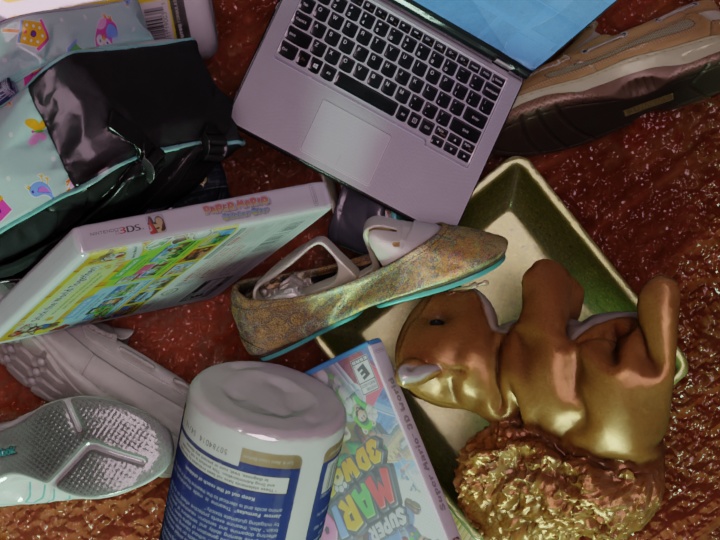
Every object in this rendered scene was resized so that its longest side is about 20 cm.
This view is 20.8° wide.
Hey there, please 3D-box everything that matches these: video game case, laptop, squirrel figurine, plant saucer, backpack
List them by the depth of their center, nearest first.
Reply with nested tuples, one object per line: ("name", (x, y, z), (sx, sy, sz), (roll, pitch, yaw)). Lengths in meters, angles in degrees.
("backpack", (-0.205, -0.080, 1.267), (0.200, 0.176, 0.154), (-36, 84, 32))
("laptop", (0.046, -0.145, 1.289), (0.187, 0.116, 0.201), (27, 85, -22))
("video game case", (-0.139, -0.004, 1.299), (0.181, 0.200, 0.023), (-12, 79, -31))
("squirrel figurine", (0.113, 0.093, 1.321), (0.185, 0.142, 0.201), (4, 87, 5))
("video game case", (-0.001, 0.164, 1.365), (0.143, 0.018, 0.201), (-28, 81, 41))
("plant saucer", (0.098, 0.055, 1.409), (0.199, 0.048, 0.200), (-39, 91, -2))

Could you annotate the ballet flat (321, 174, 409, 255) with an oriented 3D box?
("ballet flat", (0.004, -0.107, 1.394), (0.073, 0.073, 0.201), (4, 75, -1))

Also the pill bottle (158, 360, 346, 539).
("pill bottle", (-0.081, 0.173, 1.351), (0.110, 0.111, 0.201), (12, 112, -1))

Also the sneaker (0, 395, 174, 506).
("sneaker", (-0.220, 0.129, 1.370), (0.199, 0.080, 0.071), (-7, 82, 15))

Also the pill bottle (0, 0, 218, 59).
("pill bottle", (-0.205, -0.188, 1.374), (0.199, 0.112, 0.113), (-10, 89, -2))

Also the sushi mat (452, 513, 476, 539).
("sushi mat", (0.002, 0.235, 1.421), (0.095, 0.012, 0.200), (34, 88, 1))

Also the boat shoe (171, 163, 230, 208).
("boat shoe", (-0.191, -0.049, 1.398), (0.199, 0.071, 0.091), (-8, 85, -7))

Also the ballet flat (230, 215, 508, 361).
("ballet flat", (0.000, 0.000, 1.330), (0.199, 0.071, 0.071), (-22, 90, 16))

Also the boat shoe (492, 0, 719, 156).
("boat shoe", (0.172, -0.143, 1.413), (0.199, 0.072, 0.076), (-16, 64, -1))

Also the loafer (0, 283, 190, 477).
("loafer", (-0.190, 0.067, 1.399), (0.200, 0.070, 0.070), (38, 53, -1))
